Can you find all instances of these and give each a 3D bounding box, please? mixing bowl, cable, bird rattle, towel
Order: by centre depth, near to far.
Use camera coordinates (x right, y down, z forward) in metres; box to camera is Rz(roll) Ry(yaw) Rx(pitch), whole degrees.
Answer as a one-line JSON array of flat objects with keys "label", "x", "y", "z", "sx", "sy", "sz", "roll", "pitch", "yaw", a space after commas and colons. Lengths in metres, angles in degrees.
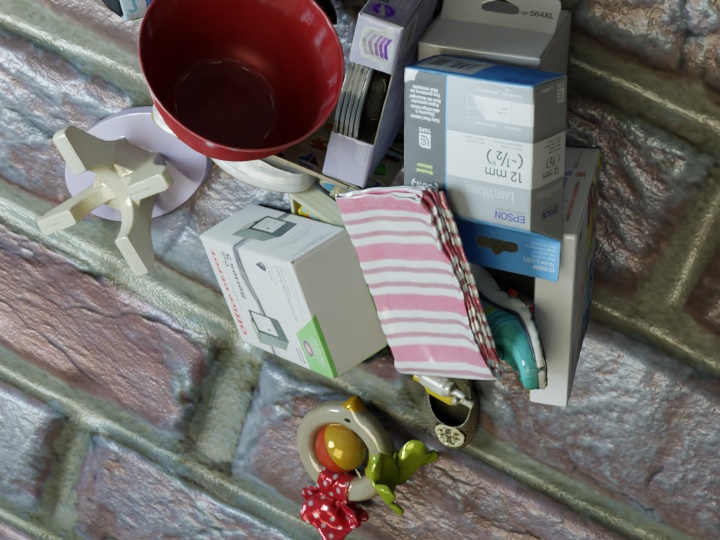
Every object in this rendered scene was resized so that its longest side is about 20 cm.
[{"label": "towel", "x": 0.052, "y": 0.015, "z": 1.562, "sx": 0.146, "sy": 0.030, "sz": 0.201, "roll": 0, "pitch": 114, "yaw": 52}, {"label": "mixing bowl", "x": -0.122, "y": -0.182, "z": 1.579, "sx": 0.199, "sy": 0.201, "sz": 0.108, "roll": 33, "pitch": 154, "yaw": 1}, {"label": "cable", "x": 0.040, "y": 0.095, "z": 1.821, "sx": 0.199, "sy": 0.050, "sz": 0.097, "roll": 14, "pitch": 143, "yaw": 36}, {"label": "bird rattle", "x": -0.010, "y": 0.231, "z": 1.963, "sx": 0.199, "sy": 0.112, "sz": 0.164, "roll": -25, "pitch": 96, "yaw": 46}]

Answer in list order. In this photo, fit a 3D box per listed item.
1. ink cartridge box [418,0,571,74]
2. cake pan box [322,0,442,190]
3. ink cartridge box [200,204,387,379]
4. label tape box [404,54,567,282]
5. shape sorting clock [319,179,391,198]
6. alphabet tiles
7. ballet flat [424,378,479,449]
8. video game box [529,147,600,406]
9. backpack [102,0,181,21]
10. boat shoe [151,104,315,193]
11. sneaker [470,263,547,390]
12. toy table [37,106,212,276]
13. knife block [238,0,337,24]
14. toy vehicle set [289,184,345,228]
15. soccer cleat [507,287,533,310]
[{"label": "ink cartridge box", "x": 0.130, "y": -0.174, "z": 1.615, "sx": 0.127, "sy": 0.125, "sz": 0.201, "roll": 10, "pitch": 123, "yaw": 17}, {"label": "cake pan box", "x": 0.028, "y": -0.202, "z": 1.595, "sx": 0.052, "sy": 0.200, "sz": 0.185, "roll": 18, "pitch": 128, "yaw": 8}, {"label": "ink cartridge box", "x": -0.075, "y": 0.019, "z": 1.786, "sx": 0.199, "sy": 0.084, "sz": 0.146, "roll": 16, "pitch": 132, "yaw": 55}, {"label": "label tape box", "x": 0.114, "y": -0.089, "z": 1.515, "sx": 0.142, "sy": 0.066, "sz": 0.202, "roll": 14, "pitch": 113, "yaw": 35}, {"label": "shape sorting clock", "x": 0.047, "y": -0.049, "z": 1.702, "sx": 0.199, "sy": 0.200, "sz": 0.039, "roll": 26, "pitch": 83, "yaw": 6}, {"label": "alphabet tiles", "x": -0.044, "y": -0.149, "z": 1.677, "sx": 0.199, "sy": 0.167, "sz": 0.008, "roll": 22, "pitch": 128, "yaw": 9}, {"label": "ballet flat", "x": 0.103, "y": 0.126, "z": 1.857, "sx": 0.067, "sy": 0.046, "sz": 0.201, "roll": 11, "pitch": 122, "yaw": 15}, {"label": "video game box", "x": 0.208, "y": 0.003, "z": 1.655, "sx": 0.046, "sy": 0.182, "sz": 0.201, "roll": 8, "pitch": 122, "yaw": 15}, {"label": "backpack", "x": -0.226, "y": -0.334, "z": 1.624, "sx": 0.152, "sy": 0.200, "sz": 0.164, "roll": -6, "pitch": 120, "yaw": 1}, {"label": "boat shoe", "x": -0.135, "y": -0.153, "z": 1.772, "sx": 0.199, "sy": 0.071, "sz": 0.070, "roll": 28, "pitch": 127, "yaw": 6}, {"label": "sneaker", "x": 0.121, "y": 0.064, "z": 1.601, "sx": 0.200, "sy": 0.079, "sz": 0.078, "roll": 43, "pitch": 149, "yaw": 54}, {"label": "toy table", "x": -0.270, "y": -0.097, "z": 1.836, "sx": 0.199, "sy": 0.117, "sz": 0.184, "roll": -31, "pitch": 105, "yaw": 33}, {"label": "knife block", "x": -0.091, "y": -0.292, "z": 1.612, "sx": 0.063, "sy": 0.200, "sz": 0.177, "roll": -6, "pitch": 88, "yaw": 25}, {"label": "toy vehicle set", "x": 0.000, "y": 0.000, "z": 1.763, "sx": 0.200, "sy": 0.026, "sz": 0.125, "roll": 36, "pitch": 147, "yaw": 38}, {"label": "soccer cleat", "x": 0.107, "y": 0.038, "z": 1.772, "sx": 0.199, "sy": 0.069, "sz": 0.078, "roll": 28, "pitch": 103, "yaw": 23}]
